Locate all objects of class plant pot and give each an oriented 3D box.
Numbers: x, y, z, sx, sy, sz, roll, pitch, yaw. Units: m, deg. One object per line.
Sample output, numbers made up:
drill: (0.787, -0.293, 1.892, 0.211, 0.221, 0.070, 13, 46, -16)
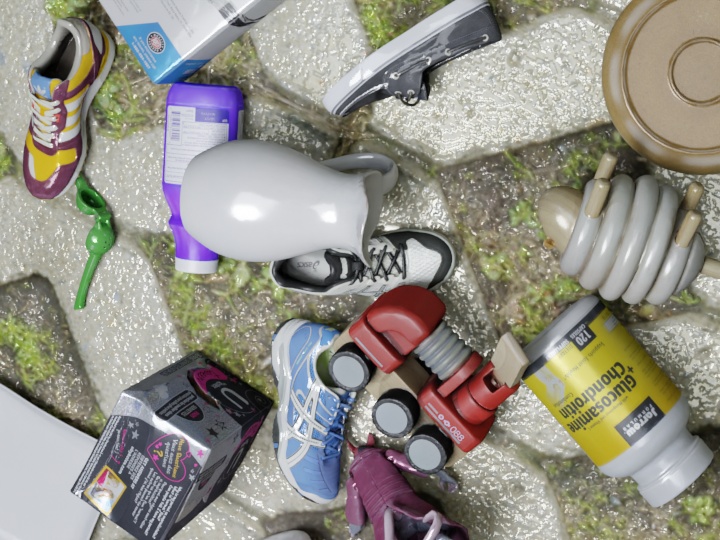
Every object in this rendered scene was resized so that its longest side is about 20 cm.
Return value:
plant pot: (0.334, -0.194, 1.286, 0.198, 0.027, 0.203, 2, 97, 16)

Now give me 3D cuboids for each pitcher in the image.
pitcher: (-0.068, -0.079, 1.343, 0.198, 0.172, 0.122, 7, 121, 14)

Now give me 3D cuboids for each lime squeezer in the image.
lime squeezer: (-0.309, -0.059, 1.485, 0.070, 0.037, 0.202, -3, 98, 48)

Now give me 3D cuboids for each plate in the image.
plate: (-0.388, 0.252, 1.544, 0.198, 0.032, 0.202, 26, 103, 10)

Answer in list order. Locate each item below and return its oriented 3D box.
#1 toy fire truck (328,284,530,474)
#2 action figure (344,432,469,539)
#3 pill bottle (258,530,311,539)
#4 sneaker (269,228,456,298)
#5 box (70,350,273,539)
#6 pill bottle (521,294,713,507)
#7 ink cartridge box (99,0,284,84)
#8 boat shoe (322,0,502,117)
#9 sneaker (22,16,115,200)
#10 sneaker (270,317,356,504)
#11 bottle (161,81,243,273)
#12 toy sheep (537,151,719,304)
toy fire truck: (0.085, 0.087, 1.309, 0.176, 0.129, 0.200, 47, 121, -1)
action figure: (0.026, 0.247, 1.368, 0.134, 0.149, 0.201, -41, 53, 8)
pill bottle: (-0.076, 0.396, 1.432, 0.115, 0.116, 0.202, -19, 91, 17)
sneaker: (0.000, 0.000, 1.374, 0.198, 0.088, 0.077, -6, 94, 15)
box: (-0.192, 0.184, 1.392, 0.114, 0.200, 0.133, 32, 105, 7)
pill bottle: (0.253, 0.131, 1.308, 0.112, 0.112, 0.200, -43, 85, 16)
ink cartridge box: (-0.167, -0.312, 1.379, 0.199, 0.084, 0.145, -34, 88, 18)
boat shoe: (0.056, -0.205, 1.345, 0.199, 0.070, 0.067, -32, 87, 9)
sneaker: (-0.334, -0.177, 1.429, 0.074, 0.090, 0.202, 17, 92, 18)
sneaker: (-0.046, 0.152, 1.403, 0.076, 0.075, 0.202, -2, 100, 41)
bottle: (-0.171, -0.099, 1.418, 0.083, 0.065, 0.202, 5, 99, 11)
toy sheep: (0.265, -0.032, 1.275, 0.198, 0.138, 0.139, 22, 103, 6)
